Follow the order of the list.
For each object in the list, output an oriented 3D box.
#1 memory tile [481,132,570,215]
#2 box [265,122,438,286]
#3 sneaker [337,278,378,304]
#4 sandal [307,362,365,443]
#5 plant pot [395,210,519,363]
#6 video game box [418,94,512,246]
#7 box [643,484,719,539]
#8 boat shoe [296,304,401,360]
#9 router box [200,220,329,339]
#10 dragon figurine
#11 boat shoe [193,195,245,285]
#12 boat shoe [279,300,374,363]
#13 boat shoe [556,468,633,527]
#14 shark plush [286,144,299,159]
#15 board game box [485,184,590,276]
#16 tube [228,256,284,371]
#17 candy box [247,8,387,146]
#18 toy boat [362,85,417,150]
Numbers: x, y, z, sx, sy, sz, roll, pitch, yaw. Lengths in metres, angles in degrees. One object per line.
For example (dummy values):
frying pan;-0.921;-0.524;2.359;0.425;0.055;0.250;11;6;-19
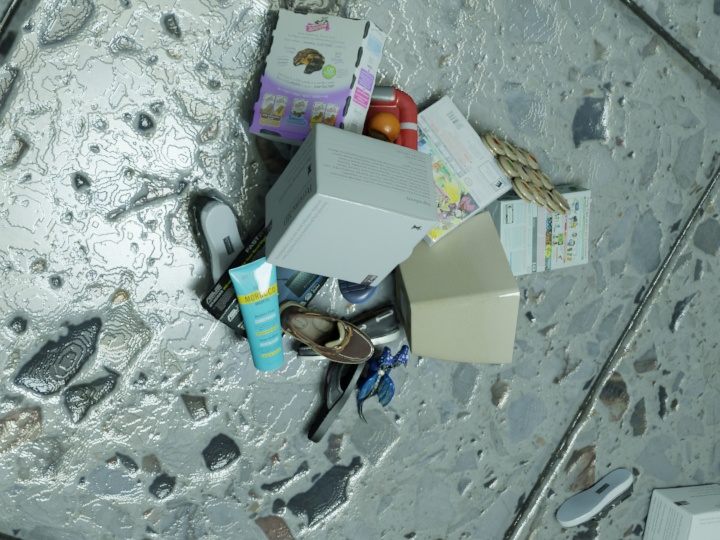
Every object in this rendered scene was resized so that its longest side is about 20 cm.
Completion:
memory tile;0.295;-0.169;1.672;0.017;0.154;0.200;-40;154;24
box;-0.019;-0.093;1.425;0.199;0.199;0.131;12;55;-24
sneaker;0.000;0.000;1.589;0.074;0.200;0.082;-4;126;3
sandal;-0.047;0.214;1.689;0.048;0.075;0.201;31;90;-11
plant pot;0.158;0.042;1.649;0.176;0.200;0.200;-9;139;-4
video game box;0.134;-0.172;1.626;0.182;0.047;0.200;-34;83;-15
box;0.756;0.602;2.123;0.198;0.131;0.201;2;103;-26
boat shoe;-0.023;0.110;1.669;0.199;0.074;0.061;-14;103;-17
router box;-0.146;0.021;1.563;0.200;0.062;0.150;-52;140;-3
dragon figurine;0.027;0.204;1.693;0.059;0.099;0.200;18;110;-14
boat shoe;-0.226;-0.035;1.540;0.069;0.057;0.200;-30;133;-27
boat shoe;-0.049;0.111;1.575;0.200;0.072;0.072;31;84;-32
boat shoe;0.509;0.503;2.031;0.200;0.070;0.066;-31;113;-23
shark plush;-0.091;-0.205;1.544;0.091;0.083;0.200;27;92;-28
board game box;0.335;-0.077;1.789;0.199;0.064;0.148;-8;108;-22
tube;-0.158;0.068;1.503;0.077;0.050;0.201;-24;127;-26
candy box;-0.067;-0.292;1.468;0.071;0.167;0.201;14;91;-63
toy boat;0.033;-0.215;1.536;0.130;0.131;0.201;1;78;-4
